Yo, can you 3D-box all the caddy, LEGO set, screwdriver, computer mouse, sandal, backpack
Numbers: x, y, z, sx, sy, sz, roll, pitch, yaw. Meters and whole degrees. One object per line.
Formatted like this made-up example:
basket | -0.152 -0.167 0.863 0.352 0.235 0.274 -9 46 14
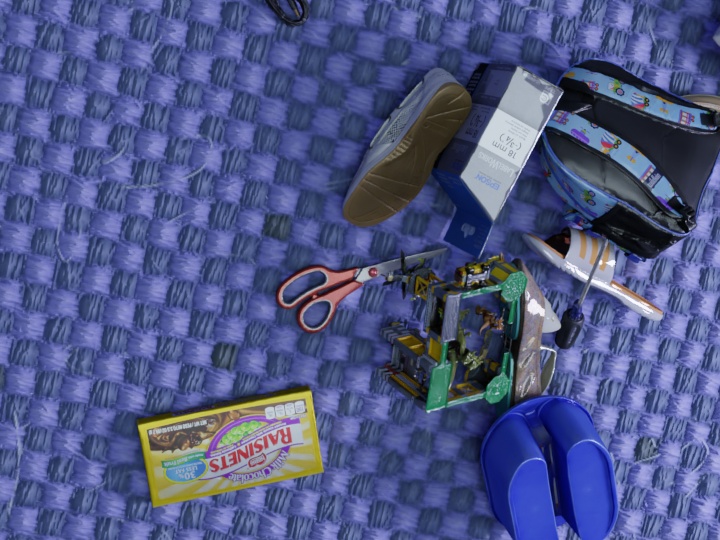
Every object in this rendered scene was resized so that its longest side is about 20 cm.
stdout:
caddy | 0.217 0.238 1.657 0.141 0.105 0.200 -18 123 -8
LEGO set | 0.094 0.059 1.608 0.154 0.116 0.200 -19 125 -29
screwdriver | 0.248 0.026 1.611 0.029 0.200 0.028 16 52 10
computer mouse | -0.106 -0.357 1.538 0.059 0.034 0.200 -28 109 -24
sandal | 0.276 -0.010 1.651 0.206 0.079 0.059 27 97 -23
backpack | 0.283 -0.128 1.583 0.200 0.135 0.183 28 64 -6

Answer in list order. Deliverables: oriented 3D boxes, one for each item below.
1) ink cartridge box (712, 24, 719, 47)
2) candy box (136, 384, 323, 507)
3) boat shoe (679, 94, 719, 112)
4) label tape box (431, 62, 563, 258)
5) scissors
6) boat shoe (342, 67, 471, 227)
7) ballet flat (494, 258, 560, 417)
ink cartridge box | 0.505 -0.268 1.607 0.200 0.128 0.125 44 57 -15
candy box | -0.146 0.199 1.619 0.200 0.026 0.102 -11 104 -10
boat shoe | 0.446 -0.158 1.666 0.200 0.065 0.072 15 96 -14
label tape box | 0.129 -0.125 1.563 0.063 0.144 0.200 26 93 -15
scissors | 0.000 0.000 1.623 0.200 0.014 0.073 -31 102 -4
boat shoe | 0.045 -0.137 1.587 0.071 0.069 0.200 26 113 -36
ballet flat | 0.195 0.080 1.656 0.067 0.068 0.200 -2 110 -16
